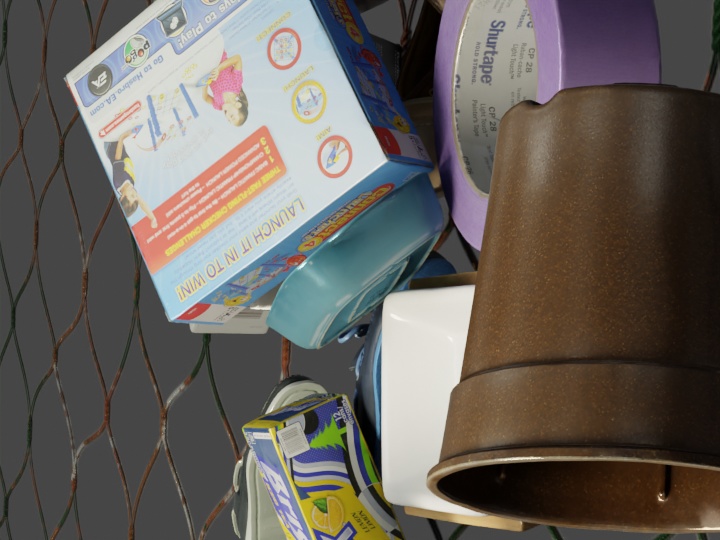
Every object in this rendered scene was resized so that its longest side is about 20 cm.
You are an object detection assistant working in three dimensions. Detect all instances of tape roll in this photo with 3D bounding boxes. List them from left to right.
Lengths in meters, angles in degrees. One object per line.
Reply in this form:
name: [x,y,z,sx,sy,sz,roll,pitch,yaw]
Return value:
tape roll: [0.109,-0.110,1.519,0.200,0.066,0.200,-178,90,-70]

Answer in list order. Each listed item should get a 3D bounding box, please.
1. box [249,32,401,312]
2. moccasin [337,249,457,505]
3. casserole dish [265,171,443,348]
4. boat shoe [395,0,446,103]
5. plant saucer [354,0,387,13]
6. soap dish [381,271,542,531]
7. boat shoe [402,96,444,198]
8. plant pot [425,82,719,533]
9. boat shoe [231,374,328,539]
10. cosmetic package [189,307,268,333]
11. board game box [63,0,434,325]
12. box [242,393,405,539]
box: [-0.023,-0.070,1.802,0.141,0.079,0.200,6,-96,-72]
moccasin: [0.018,0.070,1.759,0.068,0.080,0.200,45,131,48]
casserole dish: [0.000,0.000,1.615,0.039,0.121,0.200,52,166,5]
boat shoe: [0.072,-0.186,1.645,0.072,0.067,0.200,-116,33,-52]
plant saucer: [-0.017,-0.214,1.752,0.032,0.200,0.200,67,170,-24]
soap dish: [0.080,0.080,1.586,0.200,0.081,0.158,173,98,-71]
boat shoe: [0.000,-0.062,1.670,0.074,0.200,0.069,67,-153,-16]
plant pot: [0.141,0.020,1.284,0.200,0.200,0.198,147,130,-67]
boat shoe: [-0.069,0.158,2.012,0.060,0.076,0.200,-123,39,-48]
cosmetic package: [-0.116,-0.055,2.162,0.101,0.071,0.200,116,149,-50]
board game box: [-0.076,-0.098,1.641,0.200,0.056,0.196,-35,68,27]
box: [-0.010,0.188,1.756,0.200,0.064,0.070,69,161,-5]
